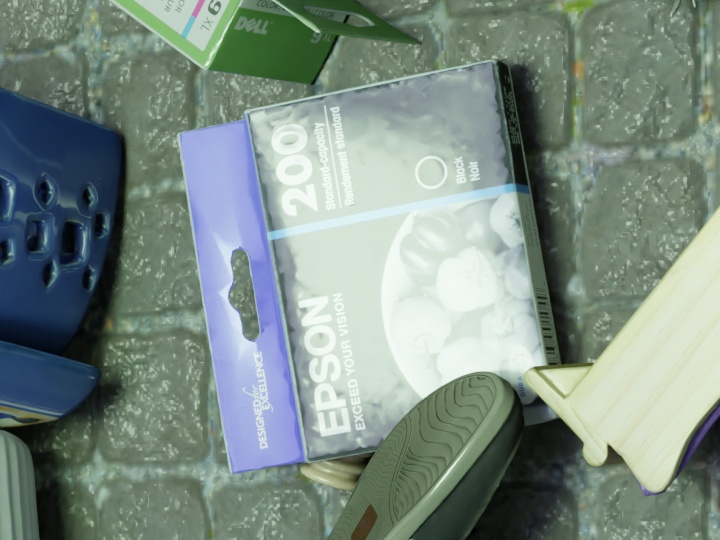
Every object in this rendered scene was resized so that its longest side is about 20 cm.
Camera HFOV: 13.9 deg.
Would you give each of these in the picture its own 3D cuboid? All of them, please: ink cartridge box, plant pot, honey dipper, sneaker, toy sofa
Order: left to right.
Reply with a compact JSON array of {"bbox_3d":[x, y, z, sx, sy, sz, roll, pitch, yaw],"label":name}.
[{"bbox_3d":[-0.267,-0.001,1.714,0.199,0.200,0.181,-10,74,31],"label":"plant pot"},{"bbox_3d":[-0.076,-0.154,1.662,0.200,0.104,0.060,36,107,29],"label":"ink cartridge box"},{"bbox_3d":[0.000,0.000,1.604,0.199,0.043,0.199,-12,85,16],"label":"ink cartridge box"},{"bbox_3d":[0.011,0.022,1.637,0.038,0.038,0.201,20,97,33],"label":"honey dipper"},{"bbox_3d":[0.048,0.149,1.568,0.200,0.106,0.075,-55,26,18],"label":"sneaker"},{"bbox_3d":[0.185,0.016,1.492,0.098,0.083,0.200,44,111,22],"label":"toy sofa"}]

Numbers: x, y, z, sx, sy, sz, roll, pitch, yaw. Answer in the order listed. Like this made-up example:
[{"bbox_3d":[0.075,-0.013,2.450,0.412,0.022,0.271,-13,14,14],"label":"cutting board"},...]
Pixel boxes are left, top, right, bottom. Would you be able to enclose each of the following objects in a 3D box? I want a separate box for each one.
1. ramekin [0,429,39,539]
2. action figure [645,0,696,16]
[{"bbox_3d":[-0.283,0.148,1.736,0.200,0.200,0.098,-10,75,33],"label":"ramekin"},{"bbox_3d":[0.167,-0.232,1.528,0.129,0.069,0.201,3,93,27],"label":"action figure"}]
